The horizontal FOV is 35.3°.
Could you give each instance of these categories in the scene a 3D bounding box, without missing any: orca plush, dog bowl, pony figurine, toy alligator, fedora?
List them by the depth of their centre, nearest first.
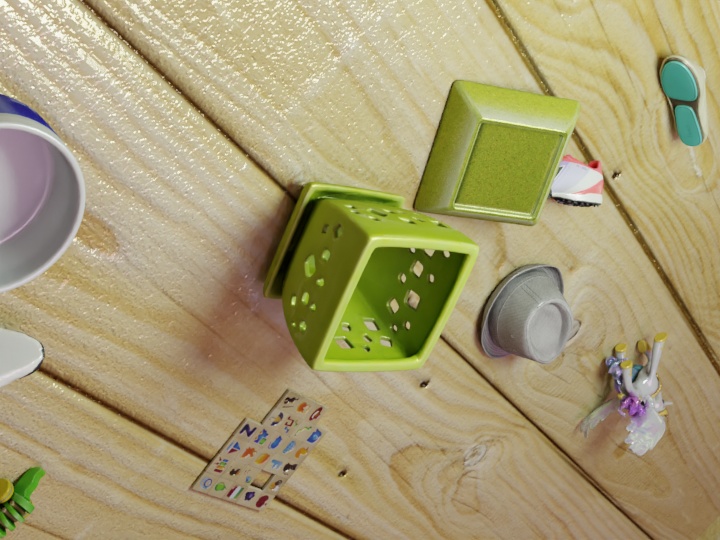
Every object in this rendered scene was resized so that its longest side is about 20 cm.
[{"bbox_3d":[-0.388,-0.077,1.153,0.199,0.079,0.201,-23,134,-25],"label":"dog bowl"},{"bbox_3d":[-0.456,0.117,1.261,0.199,0.106,0.071,-23,166,-28],"label":"orca plush"},{"bbox_3d":[-0.475,0.325,1.422,0.199,0.054,0.059,-37,138,-10],"label":"toy alligator"},{"bbox_3d":[0.285,0.086,1.837,0.176,0.090,0.201,-29,137,-18],"label":"fedora"},{"bbox_3d":[0.517,0.237,2.130,0.192,0.166,0.201,-32,123,-27],"label":"pony figurine"}]

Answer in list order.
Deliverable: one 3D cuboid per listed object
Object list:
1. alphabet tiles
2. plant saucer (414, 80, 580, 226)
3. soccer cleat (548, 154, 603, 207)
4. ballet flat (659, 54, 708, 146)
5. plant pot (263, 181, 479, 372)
[{"bbox_3d":[-0.138,0.268,1.695,0.200,0.008,0.167,-51,139,6],"label":"alphabet tiles"},{"bbox_3d":[0.196,-0.147,1.561,0.198,0.048,0.201,6,120,-20],"label":"plant saucer"},{"bbox_3d":[0.286,-0.142,1.688,0.199,0.068,0.074,8,88,-34],"label":"soccer cleat"},{"bbox_3d":[0.511,-0.279,1.765,0.069,0.069,0.201,-38,141,-8],"label":"ballet flat"},{"bbox_3d":[0.000,0.000,1.461,0.198,0.181,0.201,4,119,-42],"label":"plant pot"}]
